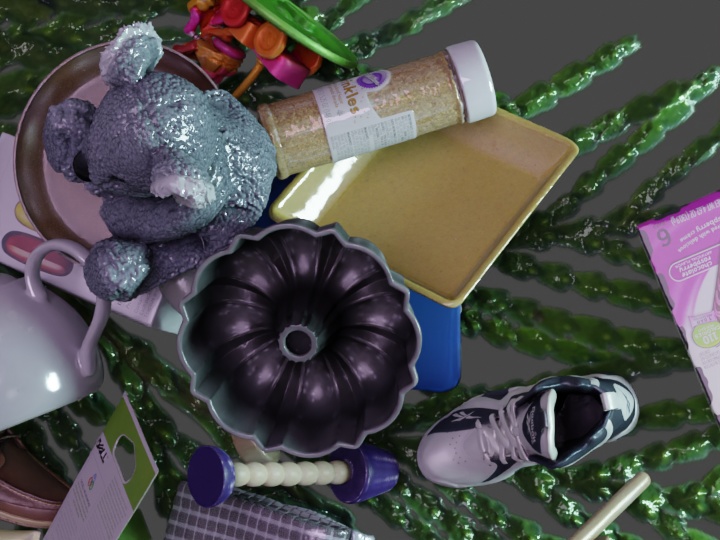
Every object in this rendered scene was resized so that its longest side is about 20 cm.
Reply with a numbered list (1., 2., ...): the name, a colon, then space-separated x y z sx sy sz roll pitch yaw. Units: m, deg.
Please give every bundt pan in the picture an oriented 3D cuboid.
1. bundt pan: -0.045 0.046 1.601 0.201 0.076 0.203 3 110 8

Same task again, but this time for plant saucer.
1. plant saucer: 0.056 -0.064 1.691 0.199 0.049 0.200 27 61 26
2. plant saucer: -0.200 -0.096 1.687 0.199 0.032 0.201 -1 86 10

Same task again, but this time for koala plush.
1. koala plush: -0.158 -0.098 1.548 0.183 0.200 0.178 -19 73 -5

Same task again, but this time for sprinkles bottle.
1. sprinkles bottle: 0.014 -0.137 1.680 0.199 0.068 0.069 -17 81 -3

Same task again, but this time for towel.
1. towel: -0.099 0.277 1.682 0.199 0.085 0.166 11 86 37

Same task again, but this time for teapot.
1. teapot: -0.321 0.063 1.683 0.199 0.197 0.147 -21 91 -20

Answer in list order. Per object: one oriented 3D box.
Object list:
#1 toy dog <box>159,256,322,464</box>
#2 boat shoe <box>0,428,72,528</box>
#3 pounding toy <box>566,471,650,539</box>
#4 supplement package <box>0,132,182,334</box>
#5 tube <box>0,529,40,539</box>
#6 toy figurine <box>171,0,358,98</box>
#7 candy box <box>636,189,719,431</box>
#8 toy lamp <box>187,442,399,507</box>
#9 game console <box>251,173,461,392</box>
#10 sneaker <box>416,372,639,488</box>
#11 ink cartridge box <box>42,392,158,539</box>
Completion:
1. toy dog: -0.094 0.070 1.707 0.131 0.096 0.201 -12 104 8
2. boat shoe: -0.340 0.168 1.777 0.199 0.072 0.068 26 111 16
3. pounding toy: 0.153 0.270 1.624 0.199 0.184 0.143 -13 92 12
4. supplement package: -0.238 -0.032 1.763 0.199 0.110 0.114 21 88 14
5. tube: -0.393 0.259 1.800 0.199 0.052 0.058 10 127 8
6. toy figurine: -0.129 -0.169 1.758 0.200 0.150 0.184 45 105 34
7. candy box: 0.332 0.030 1.659 0.136 0.061 0.201 -24 80 8
8. toy lamp: -0.050 0.172 1.667 0.058 0.199 0.059 -2 87 48
9. game console: 0.000 0.000 1.756 0.199 0.119 0.171 4 54 12
10. sneaker: 0.135 0.134 1.656 0.198 0.130 0.080 -10 81 11
11. ink cartridge box: -0.205 0.231 1.684 0.076 0.148 0.201 24 105 -26
